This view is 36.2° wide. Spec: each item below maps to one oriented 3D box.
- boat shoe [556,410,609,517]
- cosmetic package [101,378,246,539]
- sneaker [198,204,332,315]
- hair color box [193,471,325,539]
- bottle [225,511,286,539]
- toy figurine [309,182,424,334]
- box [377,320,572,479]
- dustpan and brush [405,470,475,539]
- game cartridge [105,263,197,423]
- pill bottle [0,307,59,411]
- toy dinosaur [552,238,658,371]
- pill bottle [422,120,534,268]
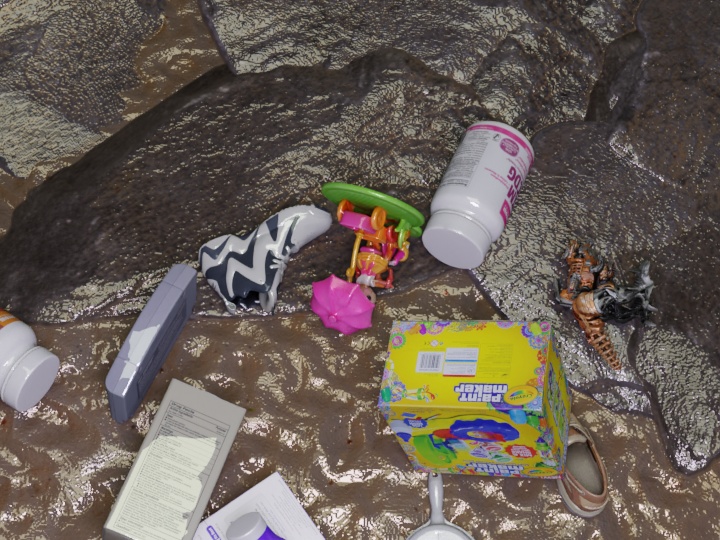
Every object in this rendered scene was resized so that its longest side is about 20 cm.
[{"bbox_3d":[0.274,0.224,1.459,0.075,0.072,0.201,-22,66,-16],"label":"boat shoe"},{"bbox_3d":[-0.223,0.245,1.325,0.105,0.071,0.201,25,60,-3],"label":"cosmetic package"},{"bbox_3d":[-0.116,-0.004,1.539,0.198,0.080,0.130,-19,67,-15],"label":"sneaker"},{"bbox_3d":[-0.154,0.353,1.355,0.199,0.065,0.109,-31,70,-21],"label":"hair color box"},{"bbox_3d":[-0.090,0.375,1.290,0.083,0.065,0.201,-34,109,-20],"label":"bottle"},{"bbox_3d":[0.000,0.000,1.523,0.149,0.200,0.185,14,80,26],"label":"toy figurine"},{"bbox_3d":[0.149,0.162,1.375,0.199,0.193,0.123,-1,56,20],"label":"box"},{"bbox_3d":[0.099,0.344,1.396,0.139,0.057,0.201,-5,68,6],"label":"dustpan and brush"},{"bbox_3d":[-0.274,0.092,1.442,0.040,0.133,0.201,26,62,0],"label":"game cartridge"},{"bbox_3d":[-0.497,0.096,1.430,0.199,0.112,0.112,30,63,10],"label":"pill bottle"},{"bbox_3d":[0.347,0.046,1.567,0.135,0.102,0.201,-9,81,6],"label":"toy dinosaur"},{"bbox_3d":[0.170,-0.109,1.602,0.113,0.114,0.201,23,63,7],"label":"pill bottle"}]
